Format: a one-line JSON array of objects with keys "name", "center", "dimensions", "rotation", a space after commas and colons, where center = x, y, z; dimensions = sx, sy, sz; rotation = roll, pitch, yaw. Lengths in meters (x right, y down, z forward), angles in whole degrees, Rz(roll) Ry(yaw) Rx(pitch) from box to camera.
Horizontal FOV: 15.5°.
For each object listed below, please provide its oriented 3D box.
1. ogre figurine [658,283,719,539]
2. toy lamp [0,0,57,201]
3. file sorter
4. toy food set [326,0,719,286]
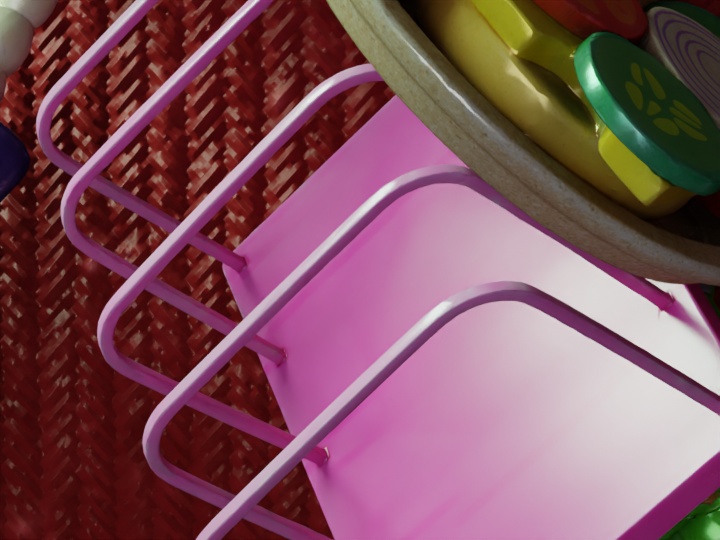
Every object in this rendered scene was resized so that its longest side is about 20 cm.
[{"name": "ogre figurine", "center": [0.087, 0.077, 0.822], "dimensions": [0.120, 0.098, 0.201], "rotation": [-39, 49, 30]}, {"name": "toy lamp", "center": [-0.105, -0.093, 0.851], "dimensions": [0.058, 0.058, 0.201], "rotation": [23, 76, 16]}, {"name": "file sorter", "center": [0.000, 0.000, 0.780], "dimensions": [0.139, 0.125, 0.201], "rotation": [-43, 44, 18]}, {"name": "toy food set", "center": [0.061, -0.073, 0.763], "dimensions": [0.049, 0.200, 0.198], "rotation": [-45, 76, 24]}]
